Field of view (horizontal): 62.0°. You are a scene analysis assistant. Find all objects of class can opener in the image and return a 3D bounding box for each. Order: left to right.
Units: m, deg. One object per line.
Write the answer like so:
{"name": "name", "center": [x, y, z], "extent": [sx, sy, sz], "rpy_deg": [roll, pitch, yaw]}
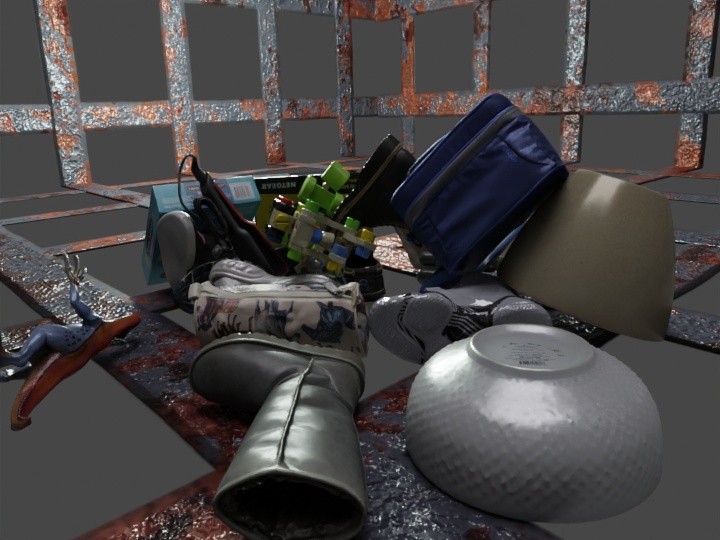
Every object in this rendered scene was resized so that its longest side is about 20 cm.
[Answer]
{"name": "can opener", "center": [0.182, 0.009, 0.876], "extent": [0.194, 0.055, 0.067], "rpy_deg": [4, -16, 23]}

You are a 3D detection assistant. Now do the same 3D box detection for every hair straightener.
{"name": "hair straightener", "center": [-0.164, -0.053, 0.753], "extent": [0.040, 0.203, 0.078], "rpy_deg": [-19, 27, 25]}

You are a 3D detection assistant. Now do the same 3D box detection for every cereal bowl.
{"name": "cereal bowl", "center": [0.131, 0.097, 0.468], "extent": [0.193, 0.086, 0.201], "rpy_deg": [-1, 15, 0]}

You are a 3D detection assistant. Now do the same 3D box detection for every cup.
{"name": "cup", "center": [0.272, -0.029, 0.680], "extent": [0.194, 0.147, 0.201], "rpy_deg": [18, 12, -4]}

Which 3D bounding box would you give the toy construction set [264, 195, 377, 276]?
{"name": "toy construction set", "center": [-0.061, -0.042, 0.784], "extent": [0.128, 0.095, 0.200], "rpy_deg": [20, -11, -12]}

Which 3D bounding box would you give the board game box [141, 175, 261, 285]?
{"name": "board game box", "center": [-0.248, -0.058, 0.914], "extent": [0.147, 0.048, 0.201], "rpy_deg": [-12, -25, -31]}

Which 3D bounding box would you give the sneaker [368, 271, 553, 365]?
{"name": "sneaker", "center": [0.103, 0.050, 0.665], "extent": [0.193, 0.078, 0.115], "rpy_deg": [2, 14, -2]}

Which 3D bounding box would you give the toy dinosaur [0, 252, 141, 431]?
{"name": "toy dinosaur", "center": [-0.305, 0.090, 0.639], "extent": [0.179, 0.106, 0.202], "rpy_deg": [0, 47, -50]}

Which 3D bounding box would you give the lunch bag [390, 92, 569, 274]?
{"name": "lunch bag", "center": [0.129, -0.097, 0.706], "extent": [0.133, 0.200, 0.135], "rpy_deg": [51, 16, 15]}

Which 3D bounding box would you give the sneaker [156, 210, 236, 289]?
{"name": "sneaker", "center": [-0.218, -0.039, 0.821], "extent": [0.098, 0.071, 0.201], "rpy_deg": [-34, -13, -28]}

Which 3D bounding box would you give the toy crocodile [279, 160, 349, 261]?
{"name": "toy crocodile", "center": [-0.080, -0.076, 0.926], "extent": [0.066, 0.204, 0.062], "rpy_deg": [26, 4, -14]}

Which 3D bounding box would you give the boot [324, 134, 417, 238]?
{"name": "boot", "center": [0.038, -0.069, 0.850], "extent": [0.137, 0.201, 0.078], "rpy_deg": [39, 43, 1]}

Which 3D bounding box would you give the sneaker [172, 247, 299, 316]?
{"name": "sneaker", "center": [-0.176, 0.025, 0.829], "extent": [0.085, 0.080, 0.197], "rpy_deg": [-13, 2, 43]}

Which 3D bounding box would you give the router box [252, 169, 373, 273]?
{"name": "router box", "center": [-0.077, -0.079, 0.989], "extent": [0.193, 0.163, 0.052], "rpy_deg": [-6, 15, -12]}

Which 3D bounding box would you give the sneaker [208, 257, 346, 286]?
{"name": "sneaker", "center": [-0.095, 0.046, 0.735], "extent": [0.193, 0.075, 0.081], "rpy_deg": [8, 54, 0]}

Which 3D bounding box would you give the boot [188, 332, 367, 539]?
{"name": "boot", "center": [-0.075, 0.122, 0.459], "extent": [0.175, 0.075, 0.201], "rpy_deg": [-2, 22, 6]}

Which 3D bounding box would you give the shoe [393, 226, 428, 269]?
{"name": "shoe", "center": [0.070, -0.078, 0.932], "extent": [0.052, 0.203, 0.070], "rpy_deg": [1, 40, 46]}

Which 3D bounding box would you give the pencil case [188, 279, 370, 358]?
{"name": "pencil case", "center": [-0.086, 0.050, 0.650], "extent": [0.193, 0.092, 0.079], "rpy_deg": [0, 32, 8]}

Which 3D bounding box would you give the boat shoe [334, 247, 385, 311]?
{"name": "boat shoe", "center": [0.000, 0.000, 0.876], "extent": [0.069, 0.063, 0.201], "rpy_deg": [-4, 16, -8]}

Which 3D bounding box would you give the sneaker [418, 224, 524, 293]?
{"name": "sneaker", "center": [0.139, -0.029, 0.812], "extent": [0.199, 0.082, 0.074], "rpy_deg": [-41, -10, -22]}
